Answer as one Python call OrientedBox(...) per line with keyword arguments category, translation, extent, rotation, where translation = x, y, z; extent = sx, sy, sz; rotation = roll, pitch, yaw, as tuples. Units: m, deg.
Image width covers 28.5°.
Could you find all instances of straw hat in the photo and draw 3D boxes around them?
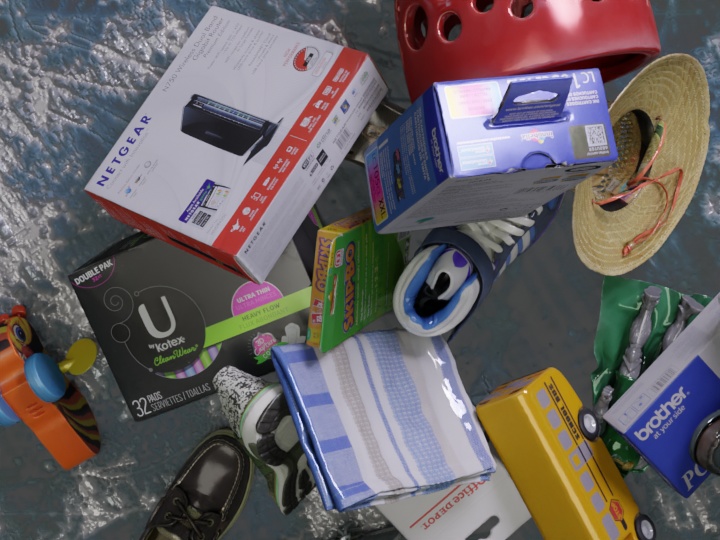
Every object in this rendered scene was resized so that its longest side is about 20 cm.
OrientedBox(category="straw hat", translation=(0.202, -0.097, 1.174), extent=(0.085, 0.201, 0.202), rotation=(30, 109, 36))

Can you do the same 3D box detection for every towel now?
OrientedBox(category="towel", translation=(0.023, 0.117, 1.166), extent=(0.024, 0.199, 0.147), rotation=(-35, 69, 39))

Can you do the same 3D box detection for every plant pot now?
OrientedBox(category="plant pot", translation=(0.119, -0.227, 1.117), extent=(0.200, 0.200, 0.183), rotation=(-14, 85, 11))

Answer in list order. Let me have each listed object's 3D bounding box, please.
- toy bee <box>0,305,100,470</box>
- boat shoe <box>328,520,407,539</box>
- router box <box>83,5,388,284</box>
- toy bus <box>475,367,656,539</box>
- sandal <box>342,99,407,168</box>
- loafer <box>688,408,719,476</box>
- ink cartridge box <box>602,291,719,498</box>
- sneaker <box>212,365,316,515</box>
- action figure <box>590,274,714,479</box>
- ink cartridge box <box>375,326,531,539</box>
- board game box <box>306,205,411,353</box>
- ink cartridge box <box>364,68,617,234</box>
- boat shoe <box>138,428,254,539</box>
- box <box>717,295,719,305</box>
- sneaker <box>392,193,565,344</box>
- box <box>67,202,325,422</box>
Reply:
OrientedBox(category="toy bee", translation=(-0.306, 0.085, 1.313), extent=(0.130, 0.109, 0.201), rotation=(-11, 126, 2))
OrientedBox(category="boat shoe", translation=(-0.044, 0.278, 1.324), extent=(0.201, 0.074, 0.065), rotation=(-21, 104, 19))
OrientedBox(category="router box", translation=(-0.103, -0.107, 1.166), extent=(0.179, 0.049, 0.200), rotation=(22, 73, 34))
OrientedBox(category="toy bus", translation=(0.183, 0.185, 1.234), extent=(0.065, 0.078, 0.201), rotation=(-26, 94, 40))
OrientedBox(category="sandal", translation=(-0.028, -0.129, 1.233), extent=(0.199, 0.055, 0.082), rotation=(25, 105, 5))
OrientedBox(category="loafer", translation=(0.367, 0.150, 1.186), extent=(0.199, 0.063, 0.072), rotation=(4, 112, -30))
OrientedBox(category="ink cartridge box", translation=(0.309, 0.087, 1.202), extent=(0.200, 0.044, 0.094), rotation=(-47, 112, -1))
OrientedBox(category="sneaker", translation=(-0.076, 0.136, 1.211), extent=(0.089, 0.200, 0.077), rotation=(37, 69, 28))
OrientedBox(category="action figure", translation=(0.244, 0.112, 1.255), extent=(0.118, 0.055, 0.201), rotation=(15, 109, 2))
OrientedBox(category="ink cartridge box", translation=(0.057, 0.166, 1.284), extent=(0.116, 0.068, 0.200), rotation=(-42, 94, 16))
OrientedBox(category="board game box", translation=(0.000, 0.000, 1.186), extent=(0.030, 0.200, 0.096), rotation=(10, 105, 16))
OrientedBox(category="ink cartridge box", translation=(0.098, -0.091, 1.060), extent=(0.136, 0.200, 0.077), rotation=(-8, 82, -19))
OrientedBox(category="boat shoe", translation=(-0.162, 0.243, 1.335), extent=(0.073, 0.065, 0.201), rotation=(28, 104, 3))
OrientedBox(category="box", translation=(0.430, 0.052, 1.126), extent=(0.199, 0.131, 0.201), rotation=(-32, 99, -22))
OrientedBox(category="sneaker", translation=(0.104, -0.025, 1.192), extent=(0.081, 0.146, 0.200), rotation=(41, 106, -3))
OrientedBox(category="box", translation=(-0.124, 0.019, 1.248), extent=(0.199, 0.124, 0.149), rotation=(-22, 100, 14))
